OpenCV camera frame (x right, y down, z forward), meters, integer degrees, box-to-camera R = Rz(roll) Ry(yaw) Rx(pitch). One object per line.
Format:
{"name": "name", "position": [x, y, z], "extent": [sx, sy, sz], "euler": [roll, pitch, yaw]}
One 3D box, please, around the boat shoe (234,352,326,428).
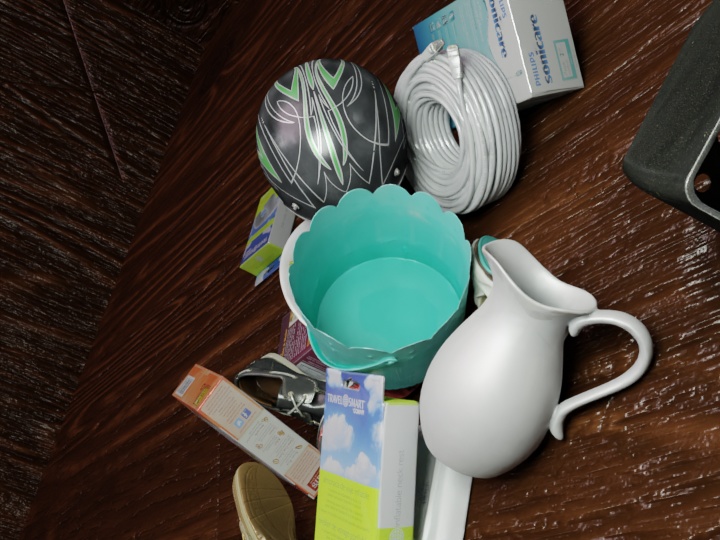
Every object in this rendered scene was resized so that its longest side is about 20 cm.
{"name": "boat shoe", "position": [-0.077, 0.171, 1.183], "extent": [0.200, 0.068, 0.072], "euler": [21, 113, 33]}

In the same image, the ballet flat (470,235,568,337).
{"name": "ballet flat", "position": [0.152, 0.031, 0.951], "extent": [0.069, 0.069, 0.200], "euler": [-56, 27, 17]}

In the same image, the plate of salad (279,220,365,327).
{"name": "plate of salad", "position": [0.000, 0.000, 1.134], "extent": [0.048, 0.200, 0.200], "euler": [110, 175, -62]}

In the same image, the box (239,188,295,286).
{"name": "box", "position": [-0.173, -0.081, 1.777], "extent": [0.122, 0.048, 0.200], "euler": [-36, 34, 48]}

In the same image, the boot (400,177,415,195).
{"name": "boot", "position": [-0.013, -0.106, 1.240], "extent": [0.198, 0.163, 0.073], "euler": [-25, 0, 14]}

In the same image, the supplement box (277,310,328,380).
{"name": "supplement box", "position": [-0.029, 0.078, 1.246], "extent": [0.200, 0.086, 0.110], "euler": [-41, 32, 41]}

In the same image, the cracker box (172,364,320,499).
{"name": "cracker box", "position": [-0.140, 0.208, 1.191], "extent": [0.058, 0.200, 0.134], "euler": [-54, 20, -14]}

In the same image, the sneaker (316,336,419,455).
{"name": "sneaker", "position": [0.011, 0.148, 1.080], "extent": [0.200, 0.071, 0.098], "euler": [-54, 6, -20]}

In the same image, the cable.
{"name": "cable", "position": [0.112, -0.169, 1.109], "extent": [0.200, 0.069, 0.200], "euler": [-15, 95, 64]}

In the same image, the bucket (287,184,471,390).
{"name": "bucket", "position": [0.025, 0.025, 1.006], "extent": [0.135, 0.207, 0.207], "euler": [79, -160, -58]}

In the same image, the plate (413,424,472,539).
{"name": "plate", "position": [0.045, 0.249, 0.975], "extent": [0.200, 0.032, 0.200], "euler": [-31, 38, 52]}

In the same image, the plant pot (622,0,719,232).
{"name": "plant pot", "position": [0.299, -0.094, 0.623], "extent": [0.200, 0.199, 0.177], "euler": [-63, 11, 0]}

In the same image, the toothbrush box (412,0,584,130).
{"name": "toothbrush box", "position": [0.164, -0.265, 1.121], "extent": [0.200, 0.085, 0.147], "euler": [-11, 94, 64]}

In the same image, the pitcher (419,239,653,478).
{"name": "pitcher", "position": [0.150, 0.097, 0.818], "extent": [0.121, 0.172, 0.200], "euler": [-22, -42, -57]}

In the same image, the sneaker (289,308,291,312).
{"name": "sneaker", "position": [-0.074, 0.008, 1.408], "extent": [0.200, 0.080, 0.071], "euler": [-95, 19, -52]}

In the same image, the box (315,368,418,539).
{"name": "box", "position": [0.005, 0.203, 0.917], "extent": [0.122, 0.048, 0.200], "euler": [-3, 82, 59]}

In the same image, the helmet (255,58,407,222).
{"name": "helmet", "position": [-0.034, -0.154, 1.100], "extent": [0.200, 0.200, 0.191], "euler": [-62, -2, 3]}

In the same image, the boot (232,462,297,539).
{"name": "boot", "position": [-0.136, 0.358, 1.137], "extent": [0.155, 0.073, 0.200], "euler": [-50, 55, 35]}
